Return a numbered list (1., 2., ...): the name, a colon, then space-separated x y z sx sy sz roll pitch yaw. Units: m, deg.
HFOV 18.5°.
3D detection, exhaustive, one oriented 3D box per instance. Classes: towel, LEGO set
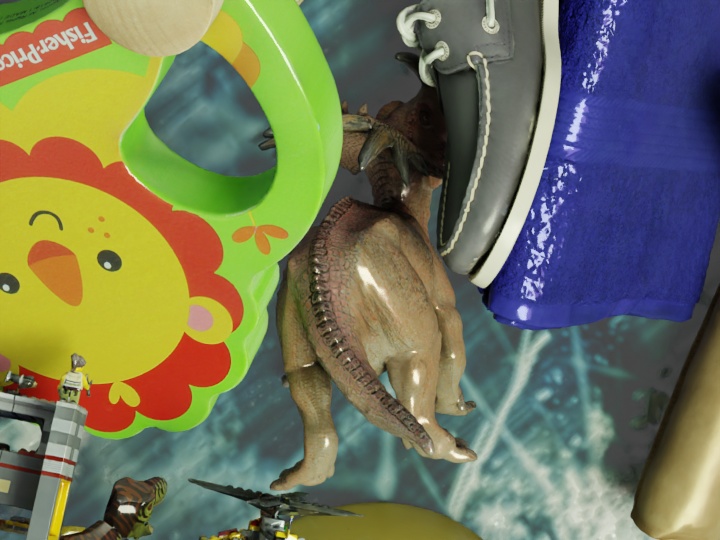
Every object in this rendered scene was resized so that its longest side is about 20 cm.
1. towel: 0.115 -0.075 0.926 0.147 0.049 0.202 0 109 -53
2. LEGO set: -0.091 0.096 0.818 0.198 0.154 0.117 11 83 11

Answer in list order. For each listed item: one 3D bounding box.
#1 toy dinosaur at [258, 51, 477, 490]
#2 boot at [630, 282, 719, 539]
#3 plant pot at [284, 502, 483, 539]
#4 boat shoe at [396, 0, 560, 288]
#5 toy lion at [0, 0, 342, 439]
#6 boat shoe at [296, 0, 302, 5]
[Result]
1. toy dinosaur: 0.000 0.000 0.849 0.085 0.200 0.137 -2 109 6
2. boot: 0.169 0.027 0.951 0.175 0.066 0.201 7 106 -65
3. plant pot: 0.028 0.222 0.913 0.199 0.189 0.203 -8 110 -24
4. boat shoe: 0.040 -0.090 0.848 0.062 0.073 0.202 14 65 -13
5. toy lion: -0.091 -0.028 0.789 0.199 0.069 0.192 -17 117 28
6. boat shoe: 0.009 -0.169 0.841 0.201 0.073 0.063 -44 127 -4
